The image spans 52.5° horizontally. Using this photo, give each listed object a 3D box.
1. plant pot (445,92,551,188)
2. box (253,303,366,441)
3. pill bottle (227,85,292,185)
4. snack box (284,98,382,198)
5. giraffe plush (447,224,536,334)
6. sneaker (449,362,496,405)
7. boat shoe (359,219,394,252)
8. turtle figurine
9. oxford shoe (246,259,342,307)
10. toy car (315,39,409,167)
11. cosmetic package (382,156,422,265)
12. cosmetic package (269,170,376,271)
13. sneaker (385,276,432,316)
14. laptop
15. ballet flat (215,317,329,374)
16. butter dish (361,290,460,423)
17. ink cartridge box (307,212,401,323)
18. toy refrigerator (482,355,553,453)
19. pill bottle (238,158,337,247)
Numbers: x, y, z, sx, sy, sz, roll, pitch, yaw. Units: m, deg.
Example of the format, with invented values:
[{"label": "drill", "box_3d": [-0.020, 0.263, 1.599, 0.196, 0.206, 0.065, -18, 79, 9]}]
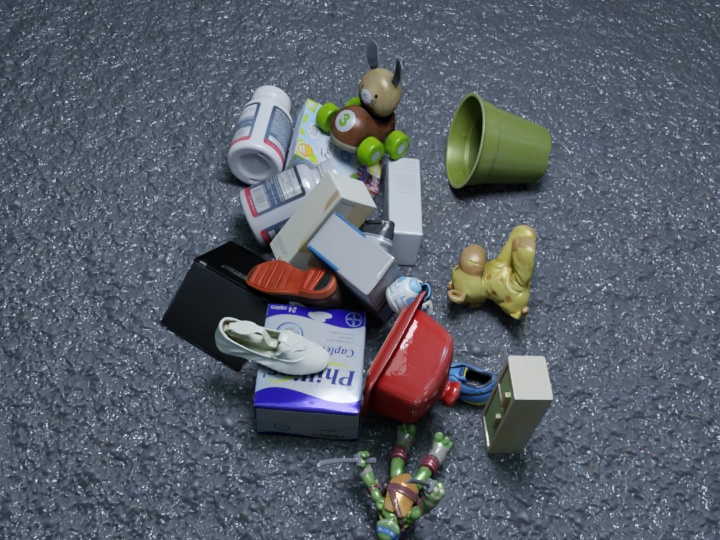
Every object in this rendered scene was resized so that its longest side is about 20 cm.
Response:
[{"label": "plant pot", "box_3d": [0.307, -0.266, 1.592, 0.185, 0.202, 0.204, 7, 52, -17]}, {"label": "box", "box_3d": [-0.083, 0.175, 1.264, 0.178, 0.106, 0.204, 5, 54, -2]}, {"label": "pill bottle", "box_3d": [-0.209, -0.295, 1.573, 0.116, 0.121, 0.204, 9, 53, 1]}, {"label": "snack box", "box_3d": [-0.051, -0.249, 1.558, 0.196, 0.068, 0.172, 21, 52, -17]}, {"label": "giraffe plush", "box_3d": [0.250, 0.010, 1.410, 0.157, 0.172, 0.206, 7, 87, 12]}, {"label": "sneaker", "box_3d": [0.146, 0.187, 1.297, 0.194, 0.079, 0.067, 9, 55, 3]}, {"label": "boat shoe", "box_3d": [-0.003, -0.080, 1.433, 0.197, 0.068, 0.058, 16, 86, 47]}, {"label": "turtle figurine", "box_3d": [0.068, 0.309, 1.142, 0.203, 0.142, 0.194, 59, 36, -15]}, {"label": "oxford shoe", "box_3d": [-0.121, 0.034, 1.310, 0.196, 0.073, 0.072, 10, 57, 32]}, {"label": "toy car", "box_3d": [0.023, -0.345, 1.461, 0.156, 0.203, 0.164, -22, 53, -41]}, {"label": "cosmetic package", "box_3d": [0.085, -0.123, 1.499, 0.069, 0.103, 0.204, 4, 54, -3]}, {"label": "cosmetic package", "box_3d": [-0.072, -0.084, 1.382, 0.104, 0.201, 0.072, 8, 42, -46]}, {"label": "sneaker", "box_3d": [0.105, 0.055, 1.324, 0.071, 0.199, 0.074, -22, 74, 15]}, {"label": "laptop", "box_3d": [-0.240, 0.059, 1.391, 0.184, 0.118, 0.200, 28, 27, 14]}, {"label": "ballet flat", "box_3d": [-0.147, 0.121, 1.192, 0.194, 0.070, 0.071, 13, 53, 5]}, {"label": "butter dish", "box_3d": [0.097, 0.171, 1.199, 0.146, 0.201, 0.202, 30, 68, 9]}, {"label": "ink cartridge box", "box_3d": [0.000, 0.000, 1.330, 0.144, 0.200, 0.085, 38, 82, 19]}, {"label": "toy refrigerator", "box_3d": [0.251, 0.225, 1.202, 0.068, 0.202, 0.078, 1, 53, -5]}, {"label": "pill bottle", "box_3d": [-0.130, -0.139, 1.446, 0.196, 0.120, 0.122, -23, 57, 0]}]
